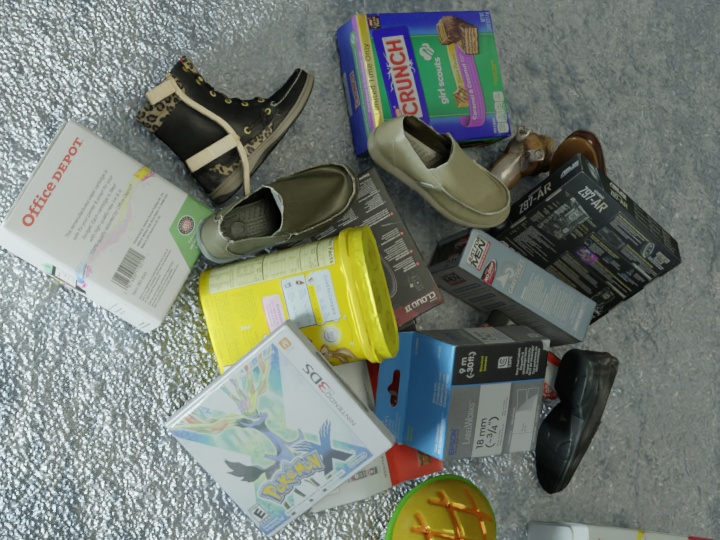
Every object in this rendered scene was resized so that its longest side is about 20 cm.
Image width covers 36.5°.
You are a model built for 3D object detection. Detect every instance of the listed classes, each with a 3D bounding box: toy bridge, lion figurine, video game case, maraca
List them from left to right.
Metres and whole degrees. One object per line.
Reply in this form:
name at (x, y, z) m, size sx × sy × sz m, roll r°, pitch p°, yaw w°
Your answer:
toy bridge at (-0.169, -0.136, 1.247) m, size 0.067 × 0.027 × 0.202 m, roll -30°, pitch 100°, yaw -8°
video game case at (-0.091, 0.181, 1.221) m, size 0.199 × 0.022 × 0.183 m, roll -39°, pitch 99°, yaw 20°
maraca at (0.083, 0.335, 1.295) m, size 0.137 × 0.107 × 0.200 m, roll 46°, pitch 67°, yaw -2°
lion figurine at (0.184, -0.117, 1.435) m, size 0.199 × 0.123 × 0.073 m, roll -37°, pitch 81°, yaw -9°

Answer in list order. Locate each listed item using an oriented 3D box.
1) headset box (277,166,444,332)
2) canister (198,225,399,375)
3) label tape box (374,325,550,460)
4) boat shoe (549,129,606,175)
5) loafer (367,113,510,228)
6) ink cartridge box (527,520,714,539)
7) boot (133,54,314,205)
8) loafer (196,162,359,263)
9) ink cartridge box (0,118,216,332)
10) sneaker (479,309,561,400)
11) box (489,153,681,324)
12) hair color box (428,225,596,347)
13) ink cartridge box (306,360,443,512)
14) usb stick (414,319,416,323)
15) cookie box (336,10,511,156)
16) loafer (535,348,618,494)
headset box at (0.000, 0.000, 1.306) m, size 0.147 × 0.075 × 0.202 m, roll -29°, pitch 93°, yaw 2°
canister at (-0.070, 0.044, 1.232) m, size 0.197 × 0.087 × 0.151 m, roll -13°, pitch 97°, yaw 13°
label tape box at (0.120, 0.146, 1.300) m, size 0.197 × 0.063 × 0.147 m, roll -2°, pitch 107°, yaw -24°
boat shoe at (0.290, -0.107, 1.441) m, size 0.070 × 0.202 × 0.070 m, roll 25°, pitch 52°, yaw 26°
loafer at (0.102, -0.120, 1.313) m, size 0.198 × 0.068 × 0.076 m, roll 28°, pitch 58°, yaw -13°
ink cartridge box at (0.321, 0.398, 1.369) m, size 0.197 × 0.144 × 0.148 m, roll 12°, pitch 76°, yaw -21°
boot at (-0.159, -0.198, 1.301) m, size 0.150 × 0.073 × 0.201 m, roll 40°, pitch 76°, yaw -13°
loafer at (-0.084, -0.065, 1.211) m, size 0.198 × 0.070 × 0.076 m, roll -28°, pitch 92°, yaw -19°
ink cartridge box at (-0.280, -0.047, 1.213) m, size 0.199 × 0.084 × 0.146 m, roll 33°, pitch 70°, yaw -16°
sneaker at (0.209, 0.144, 1.413) m, size 0.201 × 0.067 × 0.109 m, roll 37°, pitch 90°, yaw -30°
box at (0.289, -0.036, 1.411) m, size 0.199 × 0.160 × 0.044 m, roll 36°, pitch 34°, yaw -22°
hair color box at (0.192, 0.025, 1.402) m, size 0.198 × 0.099 × 0.061 m, roll 30°, pitch 71°, yaw -16°
ink cartridge box at (0.006, 0.187, 1.321) m, size 0.197 × 0.057 × 0.165 m, roll -11°, pitch 85°, yaw -20°
usb stick at (0.009, -0.014, 1.365) m, size 0.055 × 0.032 × 0.202 m, roll -29°, pitch 93°, yaw -31°
cookie box at (0.082, -0.242, 1.412) m, size 0.197 × 0.075 × 0.174 m, roll -8°, pitch 85°, yaw -24°
loafer at (0.278, 0.195, 1.390) m, size 0.071 × 0.073 × 0.203 m, roll 0°, pitch 117°, yaw -30°
